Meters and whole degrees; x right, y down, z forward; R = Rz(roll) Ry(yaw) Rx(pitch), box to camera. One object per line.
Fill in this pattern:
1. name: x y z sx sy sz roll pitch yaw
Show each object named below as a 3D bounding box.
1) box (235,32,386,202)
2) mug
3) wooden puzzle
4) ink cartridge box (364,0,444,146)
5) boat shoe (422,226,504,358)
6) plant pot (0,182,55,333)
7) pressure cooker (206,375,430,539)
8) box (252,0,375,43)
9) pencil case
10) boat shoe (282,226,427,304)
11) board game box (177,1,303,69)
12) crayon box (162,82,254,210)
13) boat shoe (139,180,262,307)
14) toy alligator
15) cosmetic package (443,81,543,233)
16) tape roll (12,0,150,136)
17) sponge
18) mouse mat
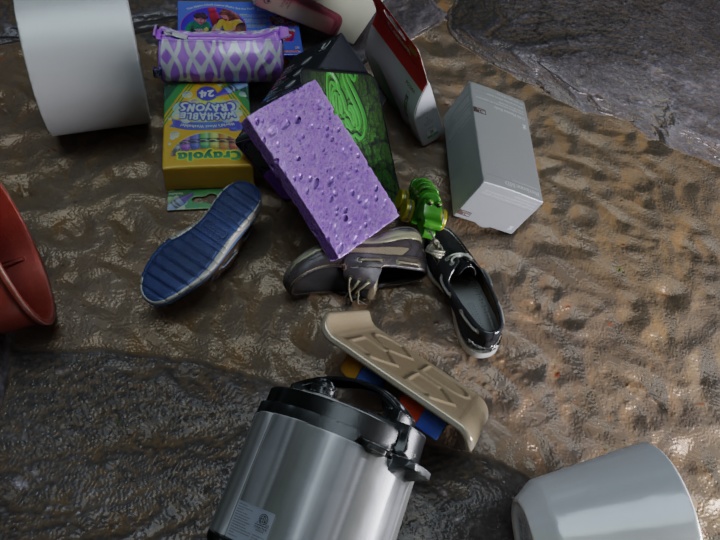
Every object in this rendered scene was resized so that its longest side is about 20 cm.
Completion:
1. box: -0.065 -0.213 0.946 0.105 0.123 0.202 -10 43 40
2. mug: 0.242 0.279 0.677 0.150 0.151 0.189 -8 51 -4
3. wooden puzzle: 0.050 0.122 0.751 0.199 0.185 0.047 38 98 14
4. ink cartridge box: 0.052 -0.299 0.996 0.050 0.200 0.162 -32 63 5
5. boat shoe: 0.134 0.014 0.881 0.073 0.061 0.202 -8 58 -11
6. plant pot: -0.472 0.005 0.732 0.193 0.202 0.202 -23 62 -12
7. pressure cooker: -0.034 0.200 0.645 0.174 0.179 0.202 22 70 -3
8. box: -0.076 -0.481 1.104 0.198 0.109 0.129 10 51 -35
9. pencil case: -0.207 -0.325 1.002 0.197 0.086 0.085 -4 54 -12
10. boat shoe: 0.000 0.000 0.863 0.197 0.075 0.074 -16 60 -17
11. board game box: -0.197 -0.380 1.103 0.196 0.045 0.136 -3 57 -10
12. crayon box: -0.217 -0.183 0.966 0.124 0.052 0.203 -3 58 -10
13. boat shoe: -0.192 -0.021 0.850 0.072 0.073 0.200 35 64 14
14. toy alligator: 0.088 -0.082 0.888 0.058 0.055 0.201 13 23 -14
15. cosmetic package: 0.189 -0.165 0.981 0.105 0.090 0.202 13 52 -21
16. tape roll: -0.377 -0.297 0.929 0.137 0.204 0.205 -12 59 -15
17. sponge: -0.046 -0.123 0.827 0.111 0.030 0.201 -37 98 -30
18. mouse mat: -0.008 -0.172 0.915 0.160 0.007 0.203 -14 92 -49
